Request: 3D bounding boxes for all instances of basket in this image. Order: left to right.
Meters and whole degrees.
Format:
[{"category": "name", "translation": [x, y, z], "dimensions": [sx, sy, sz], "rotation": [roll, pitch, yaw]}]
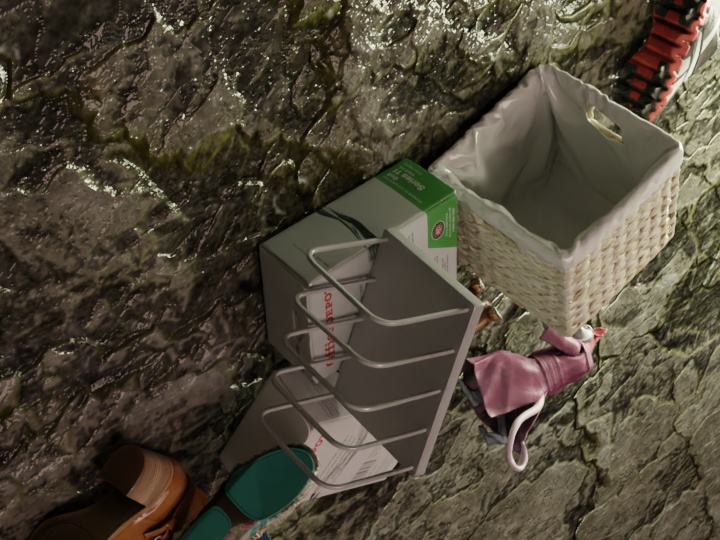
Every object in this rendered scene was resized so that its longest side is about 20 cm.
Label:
[{"category": "basket", "translation": [0.211, -0.075, 1.665], "dimensions": [0.200, 0.198, 0.161], "rotation": [-43, 149, -19]}]

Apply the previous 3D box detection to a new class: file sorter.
[{"category": "file sorter", "translation": [0.002, 0.085, 1.475], "dimensions": [0.124, 0.139, 0.201], "rotation": [-9, 128, -40]}]

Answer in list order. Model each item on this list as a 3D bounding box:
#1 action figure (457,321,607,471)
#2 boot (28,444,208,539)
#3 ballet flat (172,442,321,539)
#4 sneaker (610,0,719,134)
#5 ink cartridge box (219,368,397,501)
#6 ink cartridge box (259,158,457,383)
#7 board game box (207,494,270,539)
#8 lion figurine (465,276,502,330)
[{"category": "action figure", "translation": [0.222, 0.122, 1.905], "dimensions": [0.199, 0.149, 0.134], "rotation": [-27, 134, -10]}, {"category": "boot", "translation": [-0.246, 0.271, 1.567], "dimensions": [0.200, 0.077, 0.155], "rotation": [-55, 150, -9]}, {"category": "ballet flat", "translation": [-0.120, 0.243, 1.574], "dimensions": [0.200, 0.076, 0.064], "rotation": [-39, 168, 5]}, {"category": "sneaker", "translation": [0.358, -0.242, 1.794], "dimensions": [0.098, 0.071, 0.201], "rotation": [6, 114, -48]}, {"category": "ink cartridge box", "translation": [-0.031, 0.168, 1.674], "dimensions": [0.200, 0.084, 0.145], "rotation": [-7, 140, -46]}, {"category": "ink cartridge box", "translation": [0.000, 0.000, 1.587], "dimensions": [0.200, 0.083, 0.147], "rotation": [-31, 141, -28]}, {"category": "board game box", "translation": [-0.142, 0.337, 1.623], "dimensions": [0.158, 0.200, 0.039], "rotation": [-37, 153, 8]}, {"category": "lion figurine", "translation": [0.090, 0.061, 1.732], "dimensions": [0.122, 0.073, 0.200], "rotation": [-32, 169, 7]}]
